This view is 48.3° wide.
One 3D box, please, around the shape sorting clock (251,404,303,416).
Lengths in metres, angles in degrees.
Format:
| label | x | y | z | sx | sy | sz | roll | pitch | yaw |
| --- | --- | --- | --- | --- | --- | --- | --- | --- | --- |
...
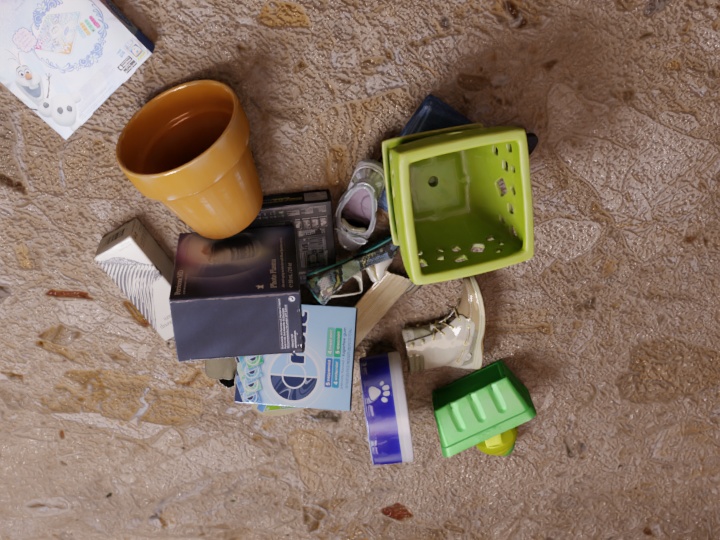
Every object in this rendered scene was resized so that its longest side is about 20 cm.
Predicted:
| label | x | y | z | sx | sy | sz | roll | pitch | yaw |
| --- | --- | --- | --- | --- | --- | --- | --- | --- | --- |
| shape sorting clock | -0.111 | 0.197 | 1.469 | 0.198 | 0.039 | 0.202 | -22 | 140 | -20 |

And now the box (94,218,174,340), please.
| label | x | y | z | sx | sy | sz | roll | pitch | yaw |
| --- | --- | --- | --- | --- | --- | --- | --- | --- | --- |
| box | -0.360 | 0.017 | 1.379 | 0.081 | 0.069 | 0.201 | -28 | 120 | 11 |

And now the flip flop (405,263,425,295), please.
| label | x | y | z | sx | sy | sz | roll | pitch | yaw |
| --- | --- | --- | --- | --- | --- | --- | --- | --- | --- |
| flip flop | 0.118 | -0.044 | 1.402 | 0.057 | 0.081 | 0.202 | 30 | 129 | 16 |

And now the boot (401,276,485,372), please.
| label | x | y | z | sx | sy | sz | roll | pitch | yaw |
| --- | --- | --- | --- | --- | --- | --- | --- | --- | --- |
| boot | 0.152 | 0.104 | 1.494 | 0.152 | 0.072 | 0.203 | -4 | 122 | -1 |

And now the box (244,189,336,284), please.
| label | x | y | z | sx | sy | sz | roll | pitch | yaw |
| --- | --- | --- | --- | --- | --- | --- | --- | --- | --- |
| box | -0.142 | -0.049 | 1.376 | 0.196 | 0.051 | 0.160 | -7 | 121 | -4 |

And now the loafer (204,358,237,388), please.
| label | x | y | z | sx | sy | sz | roll | pitch | yaw |
| --- | --- | --- | --- | --- | --- | --- | --- | --- | --- |
| loafer | -0.240 | 0.160 | 1.423 | 0.074 | 0.071 | 0.201 | 11 | 158 | 13 |

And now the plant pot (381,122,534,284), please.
| label | x | y | z | sx | sy | sz | roll | pitch | yaw |
| --- | --- | --- | --- | --- | --- | --- | --- | --- | --- |
| plant pot | 0.135 | -0.116 | 1.218 | 0.196 | 0.182 | 0.203 | -12 | 111 | -10 |

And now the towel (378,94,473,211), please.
| label | x | y | z | sx | sy | sz | roll | pitch | yaw |
| --- | --- | --- | --- | --- | --- | --- | --- | --- | --- |
| towel | 0.101 | -0.179 | 1.329 | 0.110 | 0.049 | 0.201 | 24 | 115 | -21 |

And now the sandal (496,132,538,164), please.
| label | x | y | z | sx | sy | sz | roll | pitch | yaw |
| --- | --- | --- | --- | --- | --- | --- | --- | --- | --- |
| sandal | 0.203 | -0.176 | 1.338 | 0.199 | 0.046 | 0.075 | -33 | 151 | 28 |

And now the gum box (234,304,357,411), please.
| label | x | y | z | sx | sy | sz | roll | pitch | yaw |
| --- | --- | --- | --- | --- | --- | --- | --- | --- | --- |
| gum box | -0.108 | 0.142 | 1.360 | 0.196 | 0.045 | 0.173 | 3 | 86 | 3 |

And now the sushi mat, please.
| label | x | y | z | sx | sy | sz | roll | pitch | yaw |
| --- | --- | --- | --- | --- | --- | --- | --- | --- | --- |
| sushi mat | 0.012 | 0.080 | 1.467 | 0.201 | 0.012 | 0.095 | -50 | 148 | 19 |

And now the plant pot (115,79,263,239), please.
| label | x | y | z | sx | sy | sz | roll | pitch | yaw |
| --- | --- | --- | --- | --- | --- | --- | --- | --- | --- |
| plant pot | -0.241 | -0.154 | 1.232 | 0.197 | 0.202 | 0.184 | -20 | 137 | 6 |

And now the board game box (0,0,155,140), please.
| label | x | y | z | sx | sy | sz | roll | pitch | yaw |
| --- | --- | --- | --- | --- | --- | --- | --- | --- | --- |
| board game box | -0.441 | -0.330 | 1.175 | 0.199 | 0.044 | 0.199 | -38 | 119 | 16 |

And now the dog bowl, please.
| label | x | y | z | sx | sy | sz | roll | pitch | yaw |
| --- | --- | --- | --- | --- | --- | --- | --- | --- | --- |
| dog bowl | 0.048 | 0.256 | 1.495 | 0.077 | 0.201 | 0.203 | -7 | 122 | 1 |

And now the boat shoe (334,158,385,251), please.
| label | x | y | z | sx | sy | sz | roll | pitch | yaw |
| --- | --- | --- | --- | --- | --- | --- | --- | --- | --- |
| boat shoe | -0.006 | -0.096 | 1.324 | 0.074 | 0.065 | 0.203 | 24 | 142 | -1 |

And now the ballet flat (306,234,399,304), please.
| label | x | y | z | sx | sy | sz | roll | pitch | yaw |
| --- | --- | --- | --- | --- | --- | --- | --- | --- | --- |
| ballet flat | 0.000 | 0.000 | 1.375 | 0.198 | 0.074 | 0.075 | -26 | 124 | -19 |

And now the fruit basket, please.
| label | x | y | z | sx | sy | sz | roll | pitch | yaw |
| --- | --- | --- | --- | --- | --- | --- | --- | --- | --- |
| fruit basket | 0.253 | 0.305 | 1.592 | 0.212 | 0.156 | 0.219 | 1 | 106 | 2 |

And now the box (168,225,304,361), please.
| label | x | y | z | sx | sy | sz | roll | pitch | yaw |
| --- | --- | --- | --- | --- | --- | --- | --- | --- | --- |
| box | -0.192 | 0.032 | 1.270 | 0.195 | 0.201 | 0.125 | -5 | 123 | -5 |
